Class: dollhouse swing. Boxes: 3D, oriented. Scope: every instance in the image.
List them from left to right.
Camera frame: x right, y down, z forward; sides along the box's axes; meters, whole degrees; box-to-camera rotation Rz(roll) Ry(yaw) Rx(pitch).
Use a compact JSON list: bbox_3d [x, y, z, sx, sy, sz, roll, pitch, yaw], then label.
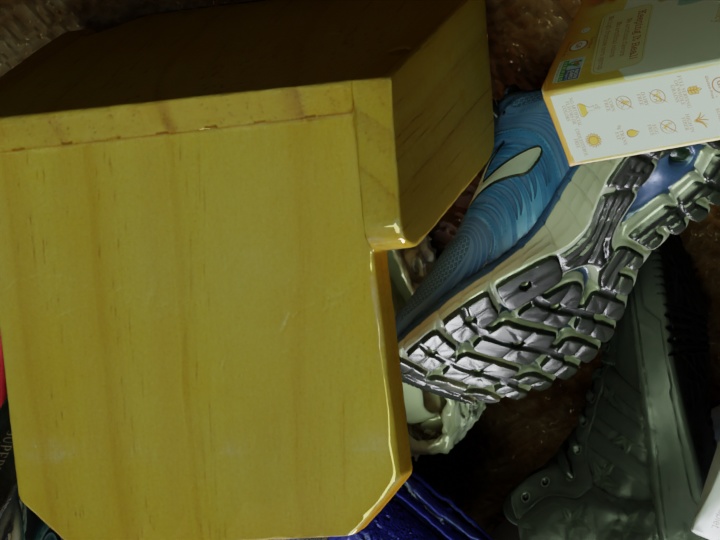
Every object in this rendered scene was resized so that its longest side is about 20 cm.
[{"bbox_3d":[-0.047,-0.004,1.193,0.199,0.182,0.176,-6,109,22],"label":"dollhouse swing"}]

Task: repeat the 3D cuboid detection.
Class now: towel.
[{"bbox_3d":[-0.019,0.077,1.302,0.200,0.148,0.050,43,92,-12],"label":"towel"}]

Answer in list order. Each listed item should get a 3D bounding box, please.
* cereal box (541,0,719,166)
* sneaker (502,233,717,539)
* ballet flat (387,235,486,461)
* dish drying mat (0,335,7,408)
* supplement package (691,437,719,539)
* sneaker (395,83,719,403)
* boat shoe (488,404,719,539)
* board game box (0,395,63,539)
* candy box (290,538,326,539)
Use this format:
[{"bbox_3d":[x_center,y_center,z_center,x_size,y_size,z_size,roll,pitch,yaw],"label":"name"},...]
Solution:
[{"bbox_3d":[0.179,-0.105,1.089,0.199,0.144,0.040,-10,119,24],"label":"cereal box"},{"bbox_3d":[0.103,0.086,1.245,0.104,0.060,0.200,-13,81,24],"label":"sneaker"},{"bbox_3d":[0.000,0.000,1.275,0.072,0.072,0.200,-19,115,29],"label":"ballet flat"},{"bbox_3d":[-0.153,0.024,1.337,0.018,0.077,0.200,15,127,6],"label":"dish drying mat"},{"bbox_3d":[0.265,0.034,1.153,0.199,0.147,0.192,21,128,6],"label":"supplement package"},{"bbox_3d":[0.081,-0.025,1.215,0.078,0.089,0.200,27,117,-38],"label":"sneaker"},{"bbox_3d":[0.128,0.123,1.311,0.200,0.074,0.065,-29,106,34],"label":"boat shoe"},{"bbox_3d":[-0.138,0.107,1.311,0.028,0.200,0.136,3,125,13],"label":"board game box"},{"bbox_3d":[-0.088,0.175,1.342,0.055,0.200,0.115,45,125,-15],"label":"candy box"}]
